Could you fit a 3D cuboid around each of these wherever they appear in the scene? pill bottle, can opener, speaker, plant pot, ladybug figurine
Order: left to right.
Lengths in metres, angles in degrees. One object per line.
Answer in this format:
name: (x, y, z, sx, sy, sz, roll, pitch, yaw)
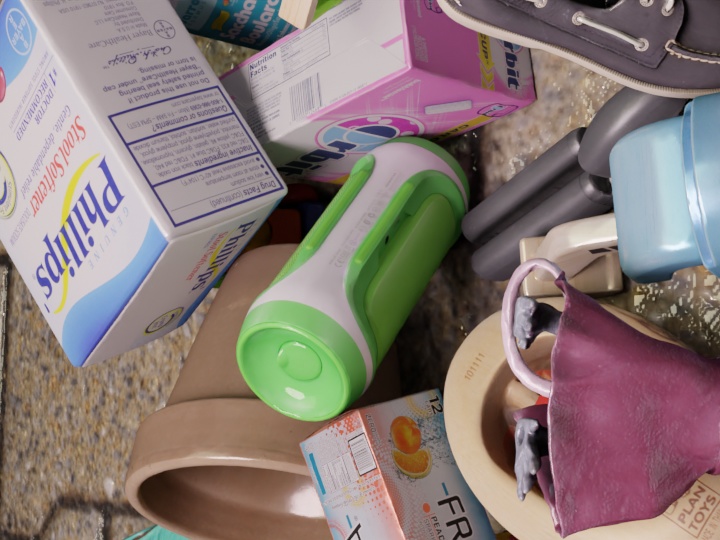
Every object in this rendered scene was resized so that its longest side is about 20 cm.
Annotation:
pill bottle: (-0.099, -0.221, 1.010, 0.111, 0.199, 0.112, -31, 54, 57)
plant pot: (-0.045, 0.084, 0.947, 0.200, 0.199, 0.176, -27, 45, 47)
speaker: (0.000, 0.000, 0.867, 0.088, 0.088, 0.200, -38, 13, 43)
can opener: (0.119, -0.059, 0.824, 0.200, 0.067, 0.054, -39, 56, 43)
ladybug figurine: (0.133, 0.094, 0.763, 0.200, 0.072, 0.136, 35, 94, 39)

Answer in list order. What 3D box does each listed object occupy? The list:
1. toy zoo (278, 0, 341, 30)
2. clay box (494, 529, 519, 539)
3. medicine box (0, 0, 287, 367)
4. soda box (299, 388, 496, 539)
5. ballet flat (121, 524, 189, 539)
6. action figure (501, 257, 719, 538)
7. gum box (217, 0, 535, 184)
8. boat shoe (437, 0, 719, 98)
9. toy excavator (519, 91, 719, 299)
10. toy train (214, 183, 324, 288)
toy zoo: (0.024, -0.240, 0.855, 0.020, 0.200, 0.132, 32, 135, 11)
clay box: (0.075, 0.228, 0.858, 0.200, 0.047, 0.116, -33, 61, 45)
medicine box: (-0.170, -0.070, 0.948, 0.201, 0.103, 0.182, 58, 139, 13)
soda box: (0.038, 0.173, 0.792, 0.063, 0.068, 0.201, -33, 72, 46)
ballet flat: (-0.144, 0.223, 1.133, 0.200, 0.067, 0.071, -41, 69, 44)
action figure: (0.169, 0.074, 0.666, 0.149, 0.198, 0.135, -106, 21, -75)
gum box: (0.001, -0.117, 0.935, 0.199, 0.113, 0.067, -20, 70, 44)
boat shoe: (0.136, -0.139, 0.717, 0.063, 0.199, 0.073, 101, -178, -76)
toy excavator: (0.158, -0.028, 0.730, 0.199, 0.194, 0.101, -7, 79, 23)
toy train: (-0.077, -0.026, 1.034, 0.199, 0.115, 0.085, -17, 72, 50)
